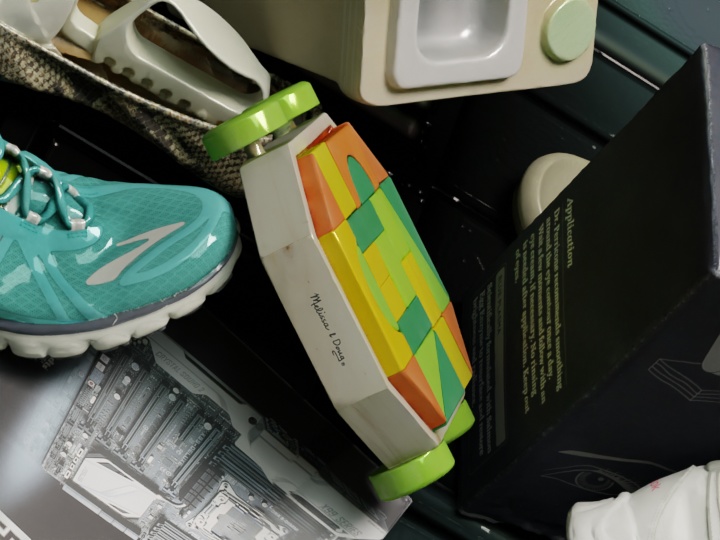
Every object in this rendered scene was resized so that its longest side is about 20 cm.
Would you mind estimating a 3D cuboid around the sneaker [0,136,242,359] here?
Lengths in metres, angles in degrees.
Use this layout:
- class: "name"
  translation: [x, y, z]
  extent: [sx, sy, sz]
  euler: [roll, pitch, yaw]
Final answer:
- class: "sneaker"
  translation: [-0.143, -0.020, 1.059]
  extent: [0.199, 0.080, 0.078]
  euler: [4, 39, -2]

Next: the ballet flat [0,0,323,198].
- class: "ballet flat"
  translation: [-0.102, -0.098, 1.188]
  extent: [0.199, 0.075, 0.068]
  euler: [27, 50, -13]

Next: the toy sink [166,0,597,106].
- class: "toy sink"
  translation: [0.026, -0.138, 1.210]
  extent: [0.130, 0.113, 0.200]
  euler: [-10, 22, -37]

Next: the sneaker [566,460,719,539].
- class: "sneaker"
  translation: [0.161, 0.165, 1.122]
  extent: [0.201, 0.099, 0.078]
  euler: [63, 11, 4]

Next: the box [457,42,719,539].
- class: "box"
  translation: [0.171, 0.034, 1.185]
  extent: [0.196, 0.200, 0.118]
  euler: [18, 51, -21]

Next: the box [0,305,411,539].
- class: "box"
  translation: [-0.094, 0.103, 1.071]
  extent: [0.158, 0.050, 0.200]
  euler: [43, 47, 0]

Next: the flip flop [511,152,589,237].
- class: "flip flop"
  translation: [0.164, -0.009, 1.306]
  extent: [0.199, 0.058, 0.081]
  euler: [22, 50, -18]

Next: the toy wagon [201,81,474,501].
- class: "toy wagon"
  translation: [0.000, 0.000, 1.136]
  extent: [0.156, 0.039, 0.200]
  euler: [64, 13, -5]
